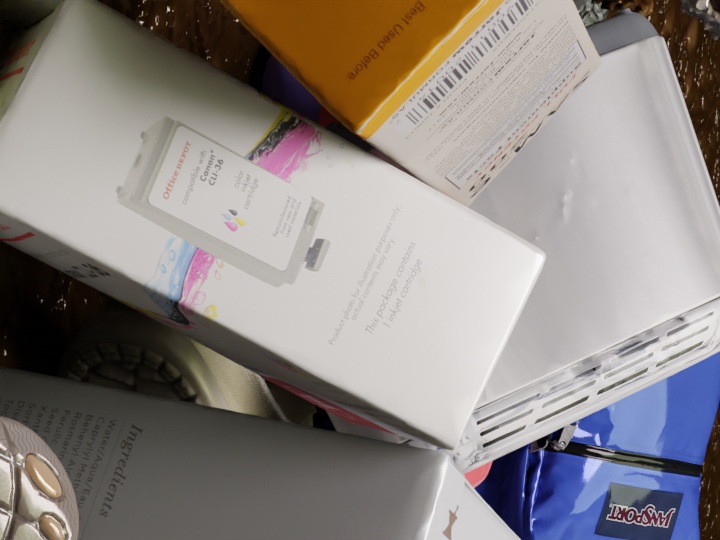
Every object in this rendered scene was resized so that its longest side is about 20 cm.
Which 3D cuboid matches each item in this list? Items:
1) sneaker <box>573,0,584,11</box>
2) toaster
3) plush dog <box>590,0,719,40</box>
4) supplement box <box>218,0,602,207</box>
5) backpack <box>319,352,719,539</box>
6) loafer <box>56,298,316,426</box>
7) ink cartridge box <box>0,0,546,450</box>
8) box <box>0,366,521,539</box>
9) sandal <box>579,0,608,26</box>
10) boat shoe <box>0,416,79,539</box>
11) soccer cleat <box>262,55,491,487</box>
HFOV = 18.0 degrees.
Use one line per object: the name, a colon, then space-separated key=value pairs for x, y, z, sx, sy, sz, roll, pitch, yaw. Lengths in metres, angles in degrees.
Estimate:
sneaker: x=0.054 y=-0.104 z=0.941 sx=0.088 sy=0.074 sz=0.200 roll=-23 pitch=158 yaw=-46
toaster: x=0.046 y=-0.001 z=0.833 sx=0.199 sy=0.114 sz=0.130 roll=-23 pitch=84 yaw=-23
plush dog: x=0.120 y=-0.204 z=1.016 sx=0.200 sy=0.171 sz=0.161 roll=53 pitch=48 yaw=-23
supplement box: x=-0.001 y=-0.095 z=0.681 sx=0.074 sy=0.126 sz=0.200 roll=-45 pitch=171 yaw=4
backpack: x=0.066 y=0.084 z=1.003 sx=0.162 sy=0.168 sz=0.202 roll=12 pitch=91 yaw=-31
loafer: x=-0.058 y=0.056 z=0.860 sx=0.200 sy=0.075 sz=0.069 roll=73 pitch=33 yaw=-58
ink cartridge box: x=-0.058 y=-0.022 z=0.678 sx=0.068 sy=0.199 sz=0.116 roll=-63 pitch=-166 yaw=-7
box: x=-0.049 y=0.117 z=0.744 sx=0.152 sy=0.199 sz=0.107 roll=49 pitch=55 yaw=-56
sandal: x=0.078 y=-0.099 z=1.111 sx=0.075 sy=0.045 sz=0.202 roll=8 pitch=89 yaw=-27
boat shoe: x=-0.165 y=0.119 z=0.637 sx=0.200 sy=0.073 sz=0.075 roll=-40 pitch=108 yaw=-22
soccer cleat: x=0.000 y=0.000 z=0.903 sx=0.076 sy=0.066 sz=0.201 roll=-12 pitch=84 yaw=-58
